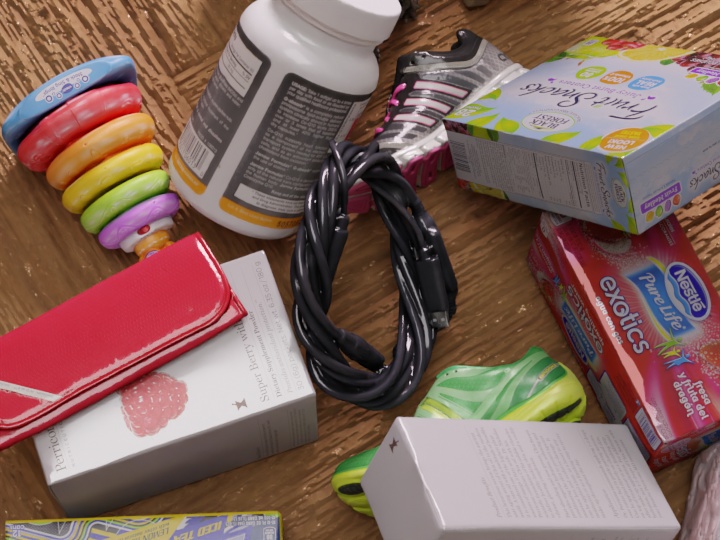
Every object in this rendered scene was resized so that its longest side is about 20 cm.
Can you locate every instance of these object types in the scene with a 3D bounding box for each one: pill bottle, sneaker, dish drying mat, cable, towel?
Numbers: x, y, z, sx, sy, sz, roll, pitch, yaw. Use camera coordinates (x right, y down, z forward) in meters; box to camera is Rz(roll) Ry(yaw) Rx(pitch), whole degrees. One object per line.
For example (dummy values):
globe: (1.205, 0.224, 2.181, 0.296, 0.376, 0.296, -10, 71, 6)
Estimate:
pill bottle: (-0.055, -0.133, 1.437, 0.116, 0.116, 0.200, 35, 114, 12)
sneaker: (0.042, -0.122, 1.507, 0.200, 0.074, 0.087, -36, 75, -18)
dish drying mat: (-0.183, 0.048, 1.344, 0.200, 0.018, 0.077, -29, 69, -11)
sneaker: (0.070, 0.122, 1.429, 0.200, 0.074, 0.084, -24, 47, -6)
cable: (0.000, 0.000, 1.402, 0.051, 0.200, 0.163, 4, 35, 40)
towel: (0.245, 0.204, 1.326, 0.032, 0.191, 0.201, 17, 71, 1)

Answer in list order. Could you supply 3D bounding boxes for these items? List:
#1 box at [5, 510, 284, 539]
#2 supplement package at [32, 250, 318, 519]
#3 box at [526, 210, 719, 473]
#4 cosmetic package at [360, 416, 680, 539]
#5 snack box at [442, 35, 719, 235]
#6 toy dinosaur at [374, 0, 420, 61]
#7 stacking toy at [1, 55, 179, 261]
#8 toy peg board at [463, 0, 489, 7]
box: (-0.154, 0.217, 1.386, 0.199, 0.064, 0.070, -2, 70, -2)
supplement package: (-0.143, 0.087, 1.402, 0.199, 0.120, 0.122, -19, 71, -7)
box: (0.212, 0.040, 1.433, 0.095, 0.100, 0.200, -22, 71, -12)
cosmetic package: (0.112, 0.165, 1.345, 0.199, 0.071, 0.102, 5, 42, -29)
snack box: (0.189, -0.106, 1.424, 0.168, 0.200, 0.068, -30, 117, -27)
toy dinosaur: (0.017, -0.239, 1.517, 0.077, 0.102, 0.201, 21, 103, 0)
stacking toy: (-0.183, -0.056, 1.476, 0.116, 0.110, 0.200, -30, 85, -7)
toy peg board: (0.124, -0.353, 1.537, 0.098, 0.200, 0.200, -12, 69, -24)
